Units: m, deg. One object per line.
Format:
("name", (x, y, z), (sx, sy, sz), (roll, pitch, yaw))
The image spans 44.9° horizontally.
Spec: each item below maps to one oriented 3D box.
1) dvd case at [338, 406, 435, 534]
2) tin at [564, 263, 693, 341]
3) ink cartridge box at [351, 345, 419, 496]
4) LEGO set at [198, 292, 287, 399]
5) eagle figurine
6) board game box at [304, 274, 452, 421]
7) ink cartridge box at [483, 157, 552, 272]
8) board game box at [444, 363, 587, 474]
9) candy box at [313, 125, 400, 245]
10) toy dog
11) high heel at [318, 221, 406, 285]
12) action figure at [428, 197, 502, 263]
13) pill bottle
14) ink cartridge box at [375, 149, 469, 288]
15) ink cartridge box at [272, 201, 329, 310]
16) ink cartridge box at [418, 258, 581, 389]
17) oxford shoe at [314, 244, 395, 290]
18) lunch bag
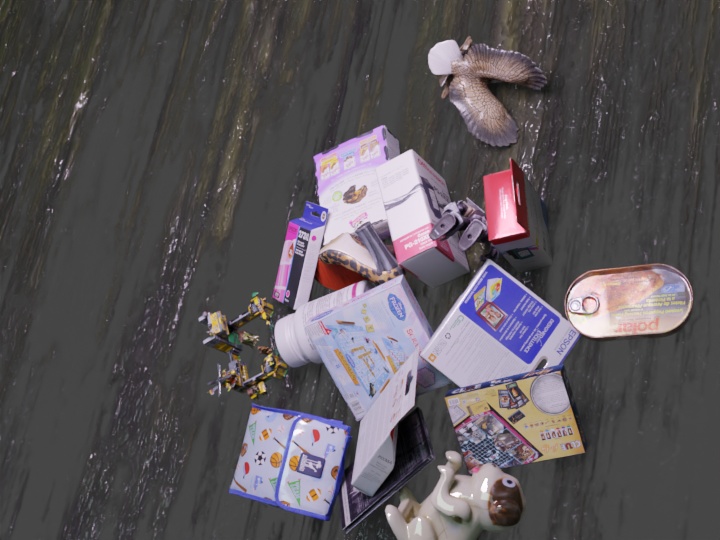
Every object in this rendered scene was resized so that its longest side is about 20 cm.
("dvd case", (0.039, 0.335, 1.473), (0.199, 0.016, 0.149), (-42, 20, 11))
("tin", (0.424, 0.054, 1.380), (0.195, 0.042, 0.115), (-6, 65, 25))
("ink cartridge box", (0.056, 0.246, 1.436), (0.202, 0.047, 0.161), (-56, 11, 29))
("LEGO set", (-0.236, 0.141, 1.700), (0.151, 0.115, 0.204), (-21, 63, 23))
("eagle figurine", (0.230, -0.349, 1.605), (0.149, 0.153, 0.201), (-31, 51, -7))
("board game box", (0.033, 0.137, 1.512), (0.196, 0.041, 0.203), (-24, 104, 20))
("ink cartridge box", (0.256, -0.088, 1.441), (0.066, 0.199, 0.119), (-12, 65, 24))
("board game box", (0.246, 0.239, 1.384), (0.196, 0.035, 0.139), (-16, 96, 24))
("candy box", (0.002, -0.153, 1.698), (0.165, 0.071, 0.205), (-19, 62, 24))
("toy dog", (0.163, 0.382, 1.359), (0.198, 0.139, 0.197), (-32, 76, 16))
("high heel", (0.000, 0.000, 1.570), (0.071, 0.144, 0.199), (-39, 10, -31))
("action figure", (0.187, -0.069, 1.483), (0.129, 0.199, 0.070), (37, 106, 17))
("pill bottle", (-0.054, 0.103, 1.608), (0.196, 0.113, 0.116), (-22, 62, 22))
("ink cartridge box", (0.111, -0.092, 1.563), (0.083, 0.144, 0.204), (-24, 61, 22))
("ink cartridge box", (-0.117, -0.031, 1.697), (0.094, 0.036, 0.205), (22, 99, 56))
("ink cartridge box", (0.231, 0.121, 1.443), (0.199, 0.047, 0.199), (37, 88, 0))
("oxford shoe", (-0.014, -0.011, 1.669), (0.197, 0.072, 0.073), (-4, 29, 40))
("lunch bag", (-0.118, 0.340, 1.550), (0.196, 0.123, 0.174), (7, 75, 31))
